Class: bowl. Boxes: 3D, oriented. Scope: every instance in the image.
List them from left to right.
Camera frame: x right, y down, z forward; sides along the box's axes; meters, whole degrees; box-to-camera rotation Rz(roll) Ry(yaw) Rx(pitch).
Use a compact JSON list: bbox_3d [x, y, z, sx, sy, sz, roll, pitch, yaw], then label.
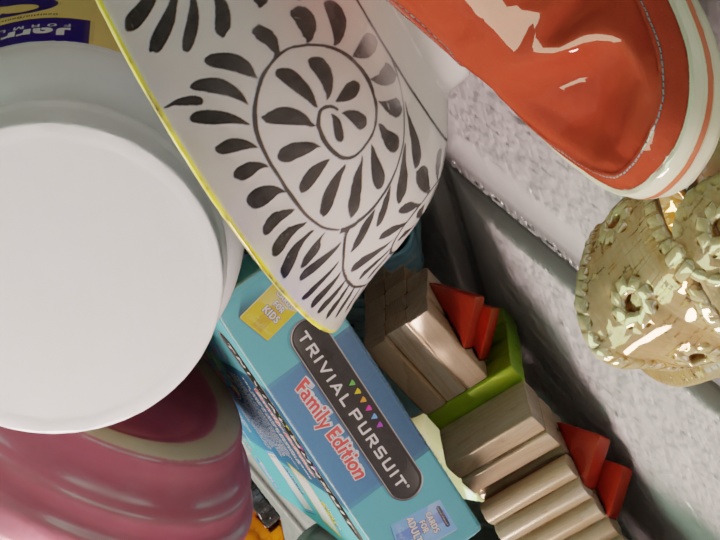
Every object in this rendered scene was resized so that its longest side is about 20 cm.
[{"bbox_3d":[-0.020,-0.086,0.693,0.201,0.094,0.201,60,-173,-12],"label":"bowl"}]

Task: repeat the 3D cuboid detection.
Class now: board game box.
[{"bbox_3d":[-0.034,0.052,0.878,0.151,0.047,0.200,57,168,-15],"label":"board game box"}]

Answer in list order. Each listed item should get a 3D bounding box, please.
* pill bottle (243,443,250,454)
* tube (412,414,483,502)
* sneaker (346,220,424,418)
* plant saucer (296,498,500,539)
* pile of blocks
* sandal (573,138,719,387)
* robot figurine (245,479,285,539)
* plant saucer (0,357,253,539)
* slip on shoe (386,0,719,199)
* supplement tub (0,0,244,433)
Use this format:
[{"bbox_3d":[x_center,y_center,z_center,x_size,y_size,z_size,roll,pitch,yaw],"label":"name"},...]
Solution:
[{"bbox_3d":[-0.081,-0.004,1.084,0.200,0.116,0.116,61,166,-13],"label":"pill bottle"},{"bbox_3d":[0.025,0.109,1.116,0.058,0.052,0.200,19,172,-17],"label":"tube"},{"bbox_3d":[0.000,0.000,0.901,0.082,0.074,0.200,41,159,59],"label":"sneaker"},{"bbox_3d":[0.065,0.157,0.906,0.200,0.200,0.050,41,115,50],"label":"plant saucer"},{"bbox_3d":[0.078,0.074,0.841,0.200,0.062,0.082,57,-161,-4],"label":"pile of blocks"},{"bbox_3d":[0.098,0.011,0.588,0.078,0.070,0.212,56,166,8],"label":"sandal"},{"bbox_3d":[-0.085,0.069,1.005,0.200,0.145,0.058,51,174,-12],"label":"robot figurine"},{"bbox_3d":[-0.129,0.054,0.830,0.200,0.051,0.201,29,-163,-10],"label":"plant saucer"},{"bbox_3d":[0.034,-0.093,0.572,0.200,0.061,0.074,52,135,28],"label":"slip on shoe"},{"bbox_3d":[-0.120,-0.036,0.760,0.200,0.145,0.146,-106,-9,-66],"label":"supplement tub"}]
